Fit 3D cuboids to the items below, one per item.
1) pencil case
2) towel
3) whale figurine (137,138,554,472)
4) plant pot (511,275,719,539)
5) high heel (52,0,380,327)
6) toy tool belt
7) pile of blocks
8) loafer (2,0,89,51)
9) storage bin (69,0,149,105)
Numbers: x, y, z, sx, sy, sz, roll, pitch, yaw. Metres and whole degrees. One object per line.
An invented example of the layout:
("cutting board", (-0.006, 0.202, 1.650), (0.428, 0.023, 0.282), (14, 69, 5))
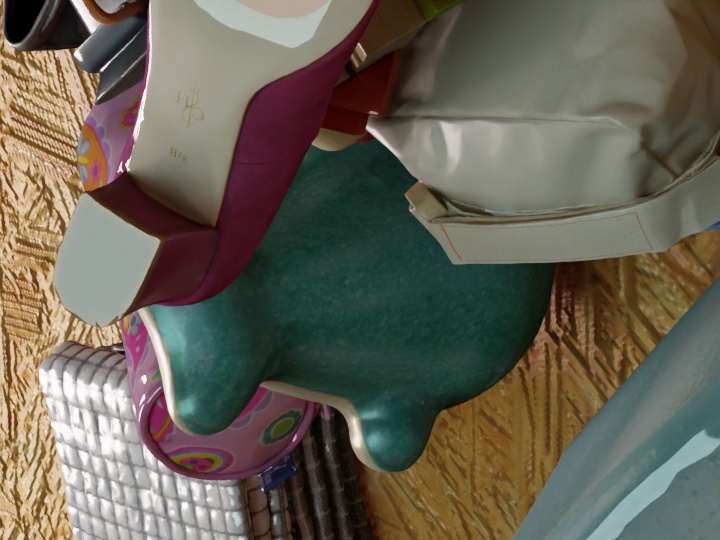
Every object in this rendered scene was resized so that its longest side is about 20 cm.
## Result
("pencil case", (-0.072, 0.000, 0.923), (0.200, 0.087, 0.087), (-111, 31, -44))
("towel", (-0.071, 0.128, 1.031), (0.166, 0.086, 0.200), (6, 111, 49))
("whale figurine", (0.000, 0.000, 0.807), (0.104, 0.200, 0.159), (-19, 88, 39))
("plant pot", (0.168, 0.080, 0.637), (0.196, 0.196, 0.200), (35, 122, 6))
("high heel", (-0.026, -0.069, 0.655), (0.067, 0.096, 0.200), (31, 113, 12))
("toy tool belt", (0.068, -0.051, 0.739), (0.200, 0.123, 0.125), (0, 68, 51))
("pile of blocks", (0.008, -0.087, 0.695), (0.200, 0.082, 0.062), (-32, 88, 48))
("loafer", (-0.136, -0.185, 0.965), (0.072, 0.063, 0.200), (41, 141, 35))
("storage bin", (-0.062, -0.164, 0.727), (0.134, 0.146, 0.200), (54, 144, -2))
